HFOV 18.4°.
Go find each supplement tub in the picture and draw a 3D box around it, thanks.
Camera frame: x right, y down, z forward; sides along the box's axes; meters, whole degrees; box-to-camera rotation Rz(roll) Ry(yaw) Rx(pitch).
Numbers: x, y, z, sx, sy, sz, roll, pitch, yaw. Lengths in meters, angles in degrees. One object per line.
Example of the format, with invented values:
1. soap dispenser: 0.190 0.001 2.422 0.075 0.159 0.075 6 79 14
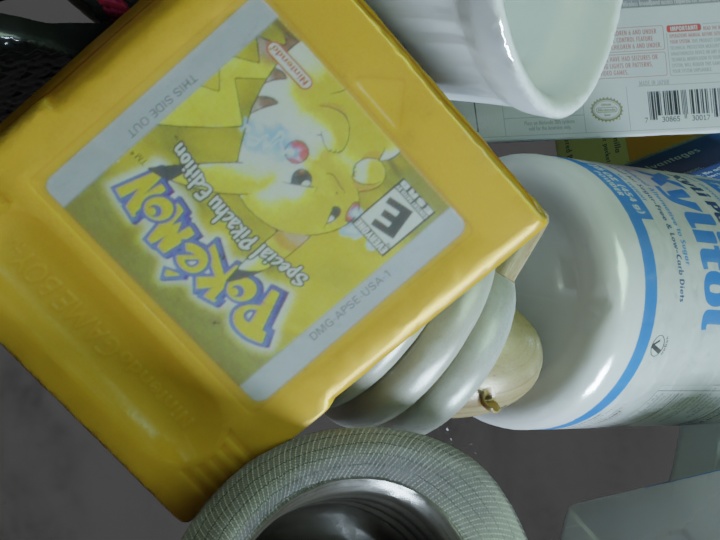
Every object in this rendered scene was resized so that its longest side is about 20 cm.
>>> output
1. supplement tub: 0.130 0.013 1.115 0.199 0.131 0.133 2 75 -51

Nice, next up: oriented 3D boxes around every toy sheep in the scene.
1. toy sheep: 0.000 0.000 0.984 0.199 0.138 0.139 33 52 -18

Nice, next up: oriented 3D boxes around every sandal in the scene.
1. sandal: -0.120 -0.091 0.908 0.199 0.075 0.045 1 66 -34

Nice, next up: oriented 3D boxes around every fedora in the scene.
1. fedora: -0.020 0.161 0.930 0.199 0.090 0.178 -23 92 -43

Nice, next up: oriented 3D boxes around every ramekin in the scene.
1. ramekin: 0.043 -0.166 0.938 0.200 0.097 0.202 3 90 -67

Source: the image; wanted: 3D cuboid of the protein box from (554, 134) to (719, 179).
1. protein box: 0.238 -0.122 1.236 0.199 0.198 0.136 10 67 -46

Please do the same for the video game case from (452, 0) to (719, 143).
1. video game case: 0.092 -0.152 1.053 0.036 0.198 0.183 -42 127 -63

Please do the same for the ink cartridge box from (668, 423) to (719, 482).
1. ink cartridge box: 0.256 0.164 1.256 0.200 0.067 0.117 42 50 -31

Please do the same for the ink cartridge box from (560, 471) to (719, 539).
1. ink cartridge box: 0.201 0.189 1.137 0.200 0.116 0.068 42 48 -30

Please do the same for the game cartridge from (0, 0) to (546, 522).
1. game cartridge: -0.054 -0.019 0.886 0.176 0.200 0.032 46 9 -20

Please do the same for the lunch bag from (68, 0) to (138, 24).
1. lunch bag: -0.082 -0.201 0.953 0.200 0.117 0.165 45 65 -29
